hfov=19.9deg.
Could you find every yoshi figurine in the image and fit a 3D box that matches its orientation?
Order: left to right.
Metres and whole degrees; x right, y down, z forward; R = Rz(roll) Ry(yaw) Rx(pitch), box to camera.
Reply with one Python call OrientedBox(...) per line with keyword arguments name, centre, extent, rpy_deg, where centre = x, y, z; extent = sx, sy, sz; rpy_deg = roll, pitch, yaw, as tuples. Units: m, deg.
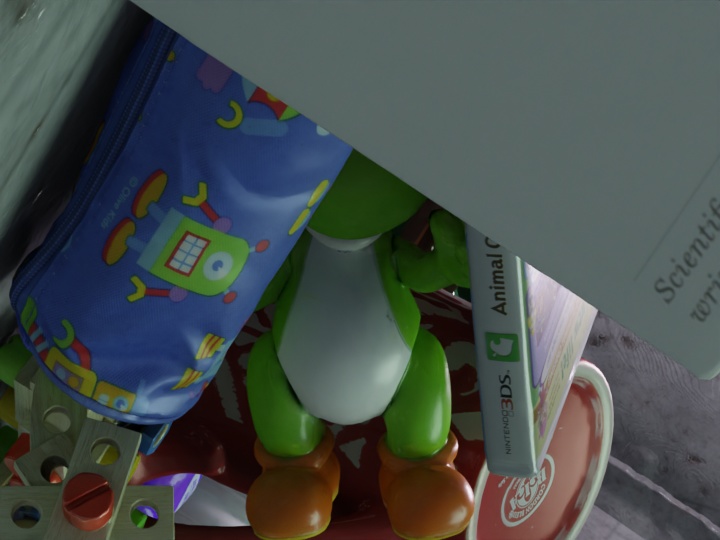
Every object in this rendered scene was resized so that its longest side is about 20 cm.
OrientedBox(name="yoshi figurine", centre=(-0.005, 0.004, 0.754), extent=(0.112, 0.111, 0.202), rpy_deg=(-17, 112, -40))

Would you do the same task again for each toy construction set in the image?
OrientedBox(name="toy construction set", centre=(-0.120, 0.083, 0.784), extent=(0.132, 0.092, 0.200), rpy_deg=(-54, -174, -26))

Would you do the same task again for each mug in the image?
OrientedBox(name="mug", centre=(-0.008, 0.076, 0.912), extent=(0.179, 0.199, 0.133), rpy_deg=(-61, 146, -11))

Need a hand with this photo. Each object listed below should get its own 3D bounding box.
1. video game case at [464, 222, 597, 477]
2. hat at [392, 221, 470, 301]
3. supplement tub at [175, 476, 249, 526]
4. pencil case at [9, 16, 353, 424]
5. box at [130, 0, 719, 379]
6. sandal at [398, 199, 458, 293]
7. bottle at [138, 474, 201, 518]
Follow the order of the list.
OrientedBox(name="video game case", centre=(0.072, -0.058, 0.746), extent=(0.200, 0.022, 0.183), rpy_deg=(-62, 151, -52))
OrientedBox(name="hat", centre=(-0.013, 0.001, 1.171), extent=(0.166, 0.174, 0.202), rpy_deg=(-33, 117, -71))
OrientedBox(name="supplement tub", centre=(-0.129, 0.212, 1.266), extent=(0.201, 0.140, 0.140), rpy_deg=(-55, 176, -20))
OrientedBox(name="pencil case", centre=(-0.047, -0.044, 0.665), extent=(0.201, 0.086, 0.078), rpy_deg=(-58, -146, 27))
OrientedBox(name="box", centre=(0.063, -0.121, 0.497), extent=(0.200, 0.199, 0.131), rpy_deg=(-58, 176, 27))
OrientedBox(name="sandal", centre=(0.057, -0.051, 1.018), extent=(0.200, 0.055, 0.082), rpy_deg=(-50, 156, 10))
OrientedBox(name="bottle", centre=(-0.106, 0.087, 1.086), extent=(0.200, 0.065, 0.084), rpy_deg=(-54, 178, -34))
